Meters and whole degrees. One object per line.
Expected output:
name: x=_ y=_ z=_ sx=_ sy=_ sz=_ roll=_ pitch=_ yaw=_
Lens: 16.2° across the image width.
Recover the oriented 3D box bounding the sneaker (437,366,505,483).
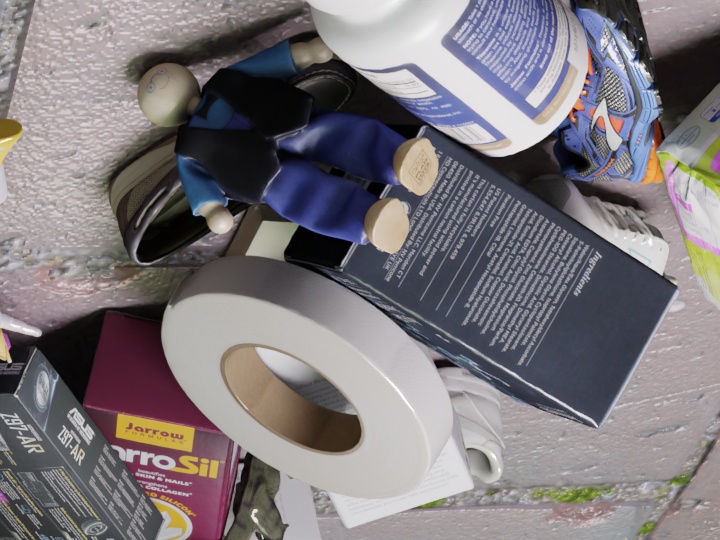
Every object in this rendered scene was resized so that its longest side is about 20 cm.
sneaker: x=0.023 y=0.116 z=1.879 sx=0.200 sy=0.100 sz=0.075 roll=5 pitch=147 yaw=-25

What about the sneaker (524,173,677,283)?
sneaker: x=0.168 y=-0.023 z=1.771 sx=0.080 sy=0.070 sz=0.200 roll=-26 pitch=152 yaw=6

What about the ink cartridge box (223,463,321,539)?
ink cartridge box: x=-0.143 y=0.225 z=1.985 sx=0.200 sy=0.084 sz=0.145 roll=-3 pitch=145 yaw=-17

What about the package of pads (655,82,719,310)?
package of pads: x=0.280 y=-0.063 z=1.690 sx=0.155 sy=0.068 sz=0.200 roll=-46 pitch=146 yaw=-12

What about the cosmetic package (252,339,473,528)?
cosmetic package: x=0.001 y=0.081 z=1.762 sx=0.101 sy=0.071 sz=0.200 roll=-18 pitch=132 yaw=6

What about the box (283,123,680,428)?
box: x=0.074 y=0.001 z=1.604 sx=0.200 sy=0.107 sz=0.148 roll=31 pitch=175 yaw=-15

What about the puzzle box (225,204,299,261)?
puzzle box: x=0.000 y=0.000 z=1.769 sx=0.200 sy=0.025 sz=0.133 roll=3 pitch=143 yaw=-24

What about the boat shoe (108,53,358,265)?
boat shoe: x=-0.077 y=-0.069 z=1.605 sx=0.200 sy=0.065 sz=0.072 roll=-32 pitch=141 yaw=23

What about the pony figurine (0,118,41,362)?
pony figurine: x=-0.294 y=-0.004 z=1.566 sx=0.193 sy=0.167 sz=0.200 roll=-11 pitch=131 yaw=-18

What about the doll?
doll: x=-0.050 y=-0.081 z=1.523 sx=0.136 sy=0.200 sz=0.048 roll=-64 pitch=152 yaw=-7

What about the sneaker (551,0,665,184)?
sneaker: x=0.152 y=-0.112 z=1.626 sx=0.078 sy=0.075 sz=0.200 roll=-13 pitch=145 yaw=4

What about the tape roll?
tape roll: x=-0.036 y=0.071 z=1.638 sx=0.203 sy=0.037 sz=0.203 roll=23 pitch=148 yaw=16

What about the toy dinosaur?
toy dinosaur: x=-0.074 y=0.188 z=1.872 sx=0.047 sy=0.200 sz=0.088 roll=0 pitch=134 yaw=18

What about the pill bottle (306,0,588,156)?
pill bottle: x=0.041 y=-0.155 z=1.486 sx=0.111 sy=0.111 sz=0.200 roll=-30 pitch=143 yaw=22

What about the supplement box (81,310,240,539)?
supplement box: x=-0.143 y=0.127 z=1.817 sx=0.110 sy=0.086 sz=0.200 roll=11 pitch=143 yaw=0

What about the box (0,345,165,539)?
box: x=-0.251 y=0.133 z=1.758 sx=0.160 sy=0.044 sz=0.200 roll=-4 pitch=137 yaw=28
